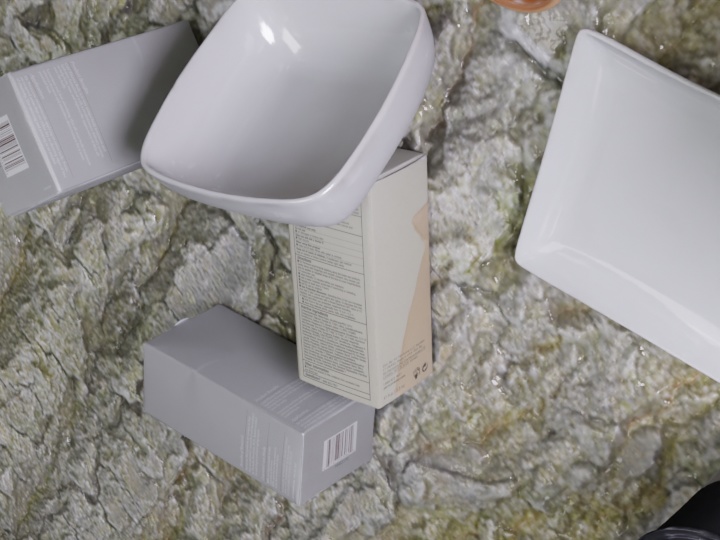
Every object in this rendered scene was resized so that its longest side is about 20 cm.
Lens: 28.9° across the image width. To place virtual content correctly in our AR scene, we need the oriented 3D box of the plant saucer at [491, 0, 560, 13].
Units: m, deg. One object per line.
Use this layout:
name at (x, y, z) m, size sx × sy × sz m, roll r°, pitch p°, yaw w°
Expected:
plant saucer at (0.076, -0.261, 0.916) m, size 0.200 × 0.037 × 0.200 m, roll 47°, pitch 167°, yaw 15°

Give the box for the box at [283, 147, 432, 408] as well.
box at (0.000, 0.000, 1.142) m, size 0.095 × 0.078 × 0.200 m, roll 19°, pitch 122°, yaw 36°

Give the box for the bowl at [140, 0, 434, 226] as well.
bowl at (-0.047, -0.118, 1.066) m, size 0.200 × 0.200 × 0.075 m, roll 14°, pitch 154°, yaw 36°

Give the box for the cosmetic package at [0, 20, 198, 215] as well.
cosmetic package at (-0.217, -0.131, 1.176) m, size 0.090 × 0.200 × 0.107 m, roll -18°, pitch 95°, yaw 43°

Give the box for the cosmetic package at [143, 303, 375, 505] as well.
cosmetic package at (-0.094, 0.117, 1.268) m, size 0.200 × 0.107 × 0.090 m, roll 24°, pitch 125°, yaw 34°

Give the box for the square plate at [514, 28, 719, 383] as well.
square plate at (0.213, -0.043, 0.963) m, size 0.200 × 0.028 × 0.198 m, roll 32°, pitch 130°, yaw 27°

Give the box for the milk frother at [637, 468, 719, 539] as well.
milk frother at (0.230, 0.186, 0.949) m, size 0.200 × 0.188 × 0.181 m, roll 28°, pitch 126°, yaw 30°
